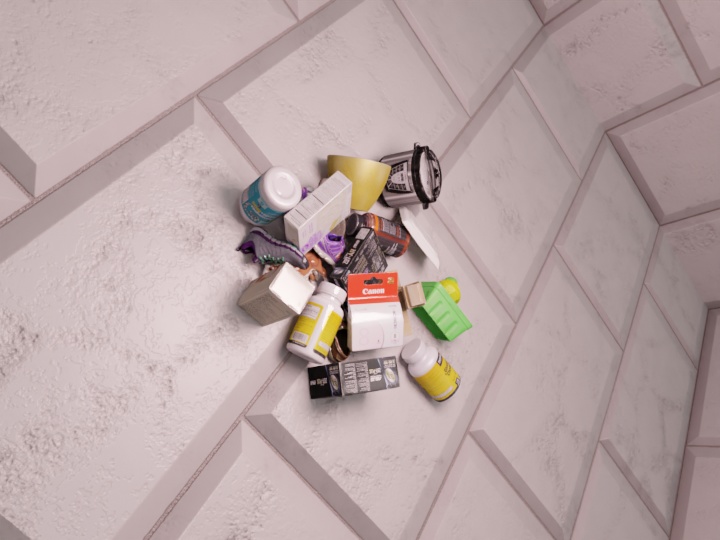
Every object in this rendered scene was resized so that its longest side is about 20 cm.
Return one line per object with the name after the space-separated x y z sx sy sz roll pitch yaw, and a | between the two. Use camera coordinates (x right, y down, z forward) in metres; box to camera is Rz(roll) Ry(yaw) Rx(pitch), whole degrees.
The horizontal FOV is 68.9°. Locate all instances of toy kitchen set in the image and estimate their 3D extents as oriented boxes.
0.077 0.106 1.553 0.178 0.162 0.205 -10 83 -39 | toy kitchen set

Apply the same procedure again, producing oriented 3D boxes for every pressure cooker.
0.166 -0.300 1.688 0.177 0.196 0.182 53 43 -45 | pressure cooker

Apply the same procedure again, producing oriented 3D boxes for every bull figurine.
-0.177 0.013 1.444 0.198 0.065 0.124 -28 98 -38 | bull figurine

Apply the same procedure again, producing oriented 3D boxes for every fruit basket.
0.283 0.103 1.741 0.211 0.155 0.222 0 89 -25 | fruit basket

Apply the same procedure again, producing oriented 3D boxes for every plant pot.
-0.016 -0.257 1.585 0.197 0.198 0.146 7 96 -36 | plant pot

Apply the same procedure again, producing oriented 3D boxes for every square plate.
0.196 -0.118 1.722 0.201 0.028 0.199 51 14 -17 | square plate

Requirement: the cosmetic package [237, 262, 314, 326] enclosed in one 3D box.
-0.214 0.063 1.312 0.103 0.198 0.088 43 57 -20 | cosmetic package

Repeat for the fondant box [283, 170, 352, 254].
-0.109 -0.145 1.374 0.058 0.145 0.200 40 67 16 | fondant box

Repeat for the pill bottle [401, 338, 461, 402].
0.219 0.310 1.641 0.200 0.111 0.113 47 54 -18 | pill bottle

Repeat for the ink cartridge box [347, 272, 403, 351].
0.042 0.113 1.454 0.159 0.057 0.205 -3 102 -23 | ink cartridge box

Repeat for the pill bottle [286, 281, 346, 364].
-0.111 0.138 1.408 0.110 0.110 0.203 32 72 -26 | pill bottle

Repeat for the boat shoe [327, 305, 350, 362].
-0.060 0.156 1.490 0.074 0.071 0.205 -3 80 -38 | boat shoe

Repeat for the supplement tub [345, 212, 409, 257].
0.052 -0.115 1.631 0.197 0.106 0.110 18 67 -32 | supplement tub

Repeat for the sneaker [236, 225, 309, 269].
-0.227 -0.035 1.373 0.197 0.075 0.088 28 65 22 | sneaker

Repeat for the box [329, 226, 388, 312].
0.000 0.000 1.521 0.202 0.043 0.162 -58 142 -30 | box

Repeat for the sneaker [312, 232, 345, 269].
-0.065 -0.054 1.505 0.200 0.083 0.081 41 9 -45 | sneaker

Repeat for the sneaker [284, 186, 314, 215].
-0.187 -0.154 1.479 0.087 0.080 0.205 18 61 -28 | sneaker

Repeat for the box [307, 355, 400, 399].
-0.018 0.290 1.427 0.197 0.162 0.088 1 76 -38 | box

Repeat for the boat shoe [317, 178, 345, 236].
-0.089 -0.170 1.532 0.074 0.072 0.205 -8 112 -13 | boat shoe

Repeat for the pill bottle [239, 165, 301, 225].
-0.243 -0.183 1.358 0.109 0.198 0.114 11 71 -33 | pill bottle
